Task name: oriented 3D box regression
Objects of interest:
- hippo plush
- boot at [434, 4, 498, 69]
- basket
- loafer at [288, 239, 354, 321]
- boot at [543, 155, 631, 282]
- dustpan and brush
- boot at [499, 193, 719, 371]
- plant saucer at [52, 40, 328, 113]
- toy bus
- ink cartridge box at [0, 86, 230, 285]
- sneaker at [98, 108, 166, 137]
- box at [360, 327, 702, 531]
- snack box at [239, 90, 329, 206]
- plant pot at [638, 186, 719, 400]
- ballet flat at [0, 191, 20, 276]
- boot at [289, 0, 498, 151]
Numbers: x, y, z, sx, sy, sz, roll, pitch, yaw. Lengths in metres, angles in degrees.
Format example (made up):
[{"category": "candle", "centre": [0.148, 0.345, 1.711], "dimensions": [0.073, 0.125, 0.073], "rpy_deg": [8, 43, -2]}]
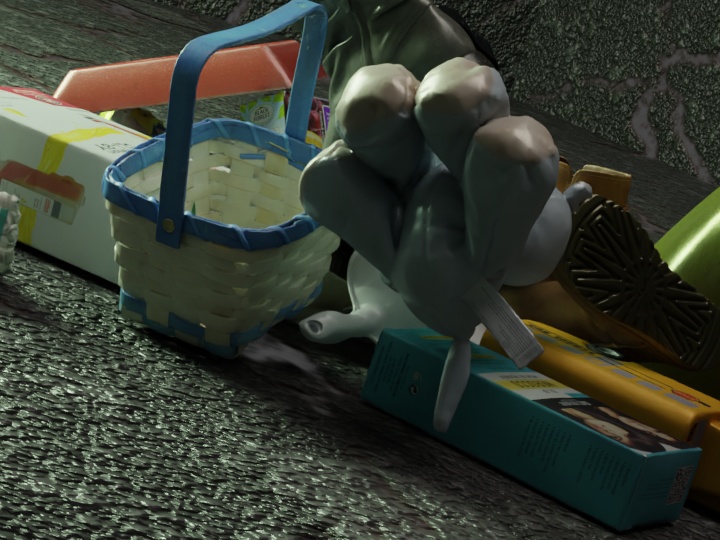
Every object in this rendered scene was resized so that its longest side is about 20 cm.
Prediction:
[{"category": "hippo plush", "centre": [0.082, -0.043, 1.199], "dimensions": [0.201, 0.159, 0.160], "rpy_deg": [56, 33, 11]}, {"category": "boot", "centre": [0.074, -0.091, 1.407], "dimensions": [0.073, 0.163, 0.198], "rpy_deg": [-24, -14, 20]}, {"category": "basket", "centre": [-0.079, -0.061, 1.249], "dimensions": [0.138, 0.201, 0.176], "rpy_deg": [23, 25, 19]}, {"category": "loafer", "centre": [0.000, 0.000, 1.436], "dimensions": [0.199, 0.068, 0.076], "rpy_deg": [0, 55, -40]}, {"category": "boot", "centre": [0.194, -0.004, 1.615], "dimensions": [0.199, 0.156, 0.077], "rpy_deg": [20, 10, 9]}, {"category": "dustpan and brush", "centre": [0.022, 0.029, 1.342], "dimensions": [0.140, 0.057, 0.200], "rpy_deg": [59, 19, 16]}, {"category": "boot", "centre": [0.138, 0.019, 1.394], "dimensions": [0.175, 0.066, 0.200], "rpy_deg": [44, -22, -21]}, {"category": "plant saucer", "centre": [-0.136, -0.155, 1.590], "dimensions": [0.198, 0.037, 0.200], "rpy_deg": [-7, 8, 8]}, {"category": "toy bus", "centre": [0.172, 0.096, 1.302], "dimensions": [0.199, 0.066, 0.078], "rpy_deg": [25, 12, 31]}, {"category": "ink cartridge box", "centre": [-0.199, -0.062, 1.414], "dimensions": [0.199, 0.084, 0.145], "rpy_deg": [23, 11, 21]}, {"category": "sneaker", "centre": [-0.165, -0.094, 1.678], "dimensions": [0.104, 0.076, 0.200], "rpy_deg": [16, 10, -19]}, {"category": "box", "centre": [0.103, 0.094, 1.234], "dimensions": [0.199, 0.049, 0.082], "rpy_deg": [25, 12, 32]}, {"category": "snack box", "centre": [-0.003, -0.053, 1.556], "dimensions": [0.053, 0.143, 0.199], "rpy_deg": [-14, -15, 40]}, {"category": "plant pot", "centre": [0.300, 0.007, 1.473], "dimensions": [0.186, 0.201, 0.188], "rpy_deg": [22, 30, -14]}, {"category": "ballet flat", "centre": [-0.277, -0.053, 1.288], "dimensions": [0.071, 0.072, 0.199], "rpy_deg": [8, 14, -46]}, {"category": "boot", "centre": [-0.008, -0.125, 1.328], "dimensions": [0.131, 0.200, 0.068], "rpy_deg": [53, 33, 7]}]
